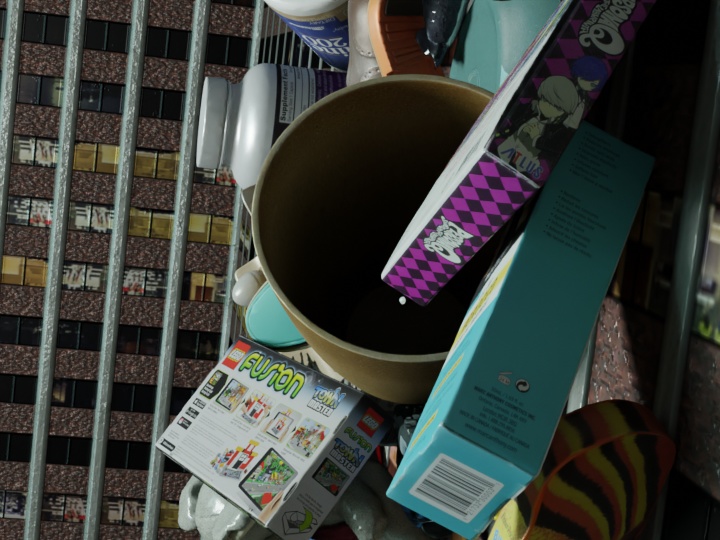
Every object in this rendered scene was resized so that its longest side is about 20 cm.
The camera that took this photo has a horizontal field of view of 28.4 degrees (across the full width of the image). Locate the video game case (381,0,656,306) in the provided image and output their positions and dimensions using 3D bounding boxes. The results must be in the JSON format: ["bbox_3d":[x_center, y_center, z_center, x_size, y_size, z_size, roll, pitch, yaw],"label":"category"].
[{"bbox_3d":[0.089,-0.085,0.730,0.181,0.036,0.200,-57,1,-21],"label":"video game case"}]

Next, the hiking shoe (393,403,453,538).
[{"bbox_3d":[0.061,0.136,0.942,0.200,0.074,0.087,111,156,-89],"label":"hiking shoe"}]

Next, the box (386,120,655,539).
[{"bbox_3d":[0.080,0.024,0.690,0.200,0.049,0.082,-63,1,-36],"label":"box"}]

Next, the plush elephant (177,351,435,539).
[{"bbox_3d":[-0.055,0.187,1.100,0.200,0.155,0.165,60,169,-8],"label":"plush elephant"}]

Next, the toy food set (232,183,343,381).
[{"bbox_3d":[-0.064,0.024,1.217,0.144,0.060,0.200,58,166,13],"label":"toy food set"}]

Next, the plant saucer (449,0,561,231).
[{"bbox_3d":[0.091,-0.115,0.974,0.200,0.036,0.200,-174,90,-81],"label":"plant saucer"}]

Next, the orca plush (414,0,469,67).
[{"bbox_3d":[0.064,-0.248,0.990,0.105,0.071,0.200,-53,-14,-51],"label":"orca plush"}]

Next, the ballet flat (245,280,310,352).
[{"bbox_3d":[0.000,0.000,1.076,0.200,0.069,0.070,-33,39,27],"label":"ballet flat"}]

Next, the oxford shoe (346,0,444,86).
[{"bbox_3d":[0.032,-0.123,1.100,0.073,0.071,0.200,14,115,56],"label":"oxford shoe"}]

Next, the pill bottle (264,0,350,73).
[{"bbox_3d":[-0.008,-0.231,1.198,0.200,0.111,0.111,34,-124,-65],"label":"pill bottle"}]

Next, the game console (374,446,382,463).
[{"bbox_3d":[-0.046,0.262,1.307,0.200,0.118,0.173,-99,17,-52],"label":"game console"}]

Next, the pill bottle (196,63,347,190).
[{"bbox_3d":[-0.036,-0.115,1.215,0.112,0.200,0.113,-175,90,-80],"label":"pill bottle"}]

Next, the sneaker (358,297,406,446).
[{"bbox_3d":[0.030,0.054,1.120,0.200,0.078,0.099,110,166,-53],"label":"sneaker"}]

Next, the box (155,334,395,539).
[{"bbox_3d":[-0.067,0.117,1.016,0.110,0.035,0.200,-52,29,-11],"label":"box"}]

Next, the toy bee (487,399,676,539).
[{"bbox_3d":[0.081,0.158,0.684,0.131,0.109,0.200,180,95,-78],"label":"toy bee"}]

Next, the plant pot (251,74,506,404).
[{"bbox_3d":[0.031,0.007,0.907,0.200,0.186,0.187,89,-178,-65],"label":"plant pot"}]
